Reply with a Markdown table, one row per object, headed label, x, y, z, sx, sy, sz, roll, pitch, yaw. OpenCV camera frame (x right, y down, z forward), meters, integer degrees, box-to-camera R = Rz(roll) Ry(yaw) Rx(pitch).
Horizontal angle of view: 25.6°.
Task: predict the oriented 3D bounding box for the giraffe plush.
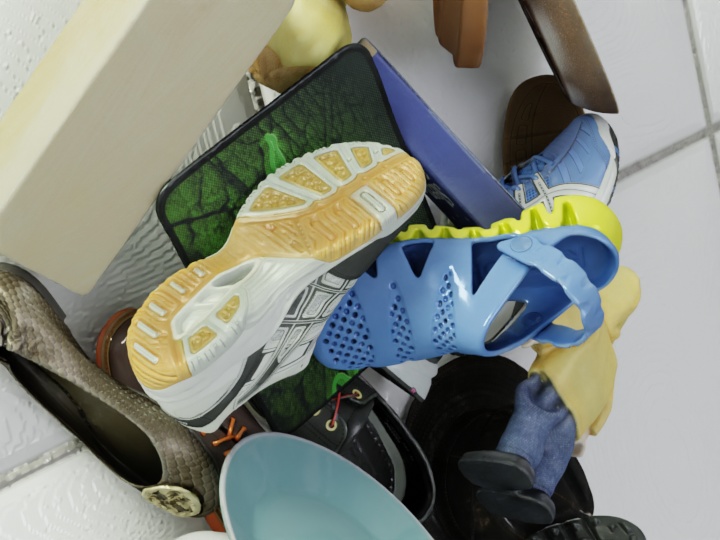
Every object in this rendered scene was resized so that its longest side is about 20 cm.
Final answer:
| label | x | y | z | sx | sy | sz | roll | pitch | yaw |
| --- | --- | --- | --- | --- | --- | --- | --- | --- | --- |
| giraffe plush | -0.054 | -0.226 | 0.951 | 0.161 | 0.173 | 0.201 | 29 | 95 | -15 |

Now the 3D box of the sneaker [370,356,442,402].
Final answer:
| label | x | y | z | sx | sy | sz | roll | pitch | yaw |
| --- | --- | --- | --- | --- | --- | --- | --- | --- | --- |
| sneaker | 0.000 | 0.000 | 1.029 | 0.087 | 0.080 | 0.200 | -54 | 138 | -7 |

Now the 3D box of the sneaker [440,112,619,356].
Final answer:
| label | x | y | z | sx | sy | sz | roll | pitch | yaw |
| --- | --- | --- | --- | --- | --- | --- | --- | --- | --- |
| sneaker | 0.108 | -0.036 | 1.119 | 0.077 | 0.076 | 0.201 | 42 | 81 | -25 |

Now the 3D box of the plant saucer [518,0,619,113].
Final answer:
| label | x | y | z | sx | sy | sz | roll | pitch | yaw |
| --- | --- | --- | --- | --- | --- | --- | --- | --- | --- |
| plant saucer | 0.128 | -0.196 | 1.119 | 0.202 | 0.032 | 0.200 | 63 | 7 | -14 |

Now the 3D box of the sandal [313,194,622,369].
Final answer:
| label | x | y | z | sx | sy | sz | roll | pitch | yaw |
| --- | --- | --- | --- | --- | --- | --- | --- | --- | --- |
| sandal | 0.063 | 0.017 | 0.926 | 0.087 | 0.198 | 0.080 | -100 | 171 | -53 |

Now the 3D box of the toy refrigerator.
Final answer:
| label | x | y | z | sx | sy | sz | roll | pitch | yaw |
| --- | --- | --- | --- | --- | --- | --- | --- | --- | --- |
| toy refrigerator | -0.131 | -0.095 | 0.863 | 0.076 | 0.070 | 0.201 | 30 | 101 | -39 |

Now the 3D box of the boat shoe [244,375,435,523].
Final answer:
| label | x | y | z | sx | sy | sz | roll | pitch | yaw |
| --- | --- | --- | --- | --- | --- | --- | --- | --- | --- |
| boat shoe | -0.018 | 0.090 | 1.031 | 0.074 | 0.063 | 0.202 | -51 | 121 | -29 |

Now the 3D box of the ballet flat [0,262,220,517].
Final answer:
| label | x | y | z | sx | sy | sz | roll | pitch | yaw |
| --- | --- | --- | --- | --- | --- | --- | --- | --- | --- |
| ballet flat | -0.152 | 0.079 | 0.893 | 0.200 | 0.067 | 0.047 | 51 | 38 | -24 |

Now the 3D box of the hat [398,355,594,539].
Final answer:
| label | x | y | z | sx | sy | sz | roll | pitch | yaw |
| --- | --- | --- | --- | --- | --- | --- | --- | --- | --- |
| hat | 0.117 | 0.155 | 1.144 | 0.199 | 0.080 | 0.203 | 2 | 87 | -45 |

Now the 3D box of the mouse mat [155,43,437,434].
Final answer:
| label | x | y | z | sx | sy | sz | roll | pitch | yaw |
| --- | --- | --- | --- | --- | --- | --- | --- | --- | --- |
| mouse mat | -0.025 | -0.014 | 0.939 | 0.161 | 0.008 | 0.201 | -40 | 131 | -19 |

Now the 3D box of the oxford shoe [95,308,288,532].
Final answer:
| label | x | y | z | sx | sy | sz | roll | pitch | yaw |
| --- | --- | --- | --- | --- | --- | --- | --- | --- | --- |
| oxford shoe | -0.083 | 0.099 | 0.958 | 0.201 | 0.072 | 0.071 | 53 | 56 | -29 |

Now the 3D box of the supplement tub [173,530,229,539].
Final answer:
| label | x | y | z | sx | sy | sz | roll | pitch | yaw |
| --- | --- | --- | --- | --- | --- | --- | --- | --- | --- |
| supplement tub | -0.038 | 0.246 | 0.949 | 0.199 | 0.144 | 0.147 | 25 | 72 | -41 |

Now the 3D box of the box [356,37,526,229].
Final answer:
| label | x | y | z | sx | sy | sz | roll | pitch | yaw |
| --- | --- | --- | --- | --- | --- | --- | --- | --- | --- |
| box | 0.056 | -0.063 | 1.021 | 0.032 | 0.121 | 0.200 | -45 | 96 | -1 |

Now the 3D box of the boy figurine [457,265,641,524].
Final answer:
| label | x | y | z | sx | sy | sz | roll | pitch | yaw |
| --- | --- | --- | --- | --- | --- | --- | --- | --- | --- |
| boy figurine | 0.135 | 0.068 | 1.084 | 0.125 | 0.064 | 0.201 | 55 | 50 | -40 |

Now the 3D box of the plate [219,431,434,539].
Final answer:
| label | x | y | z | sx | sy | sz | roll | pitch | yaw |
| --- | --- | --- | --- | --- | --- | --- | --- | --- | --- |
| plate | -0.007 | 0.176 | 0.899 | 0.200 | 0.026 | 0.201 | 38 | 21 | -17 |

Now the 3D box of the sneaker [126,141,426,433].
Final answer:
| label | x | y | z | sx | sy | sz | roll | pitch | yaw |
| --- | --- | --- | --- | --- | --- | --- | --- | --- | --- |
| sneaker | -0.042 | 0.009 | 0.893 | 0.199 | 0.076 | 0.088 | -38 | 143 | -14 |

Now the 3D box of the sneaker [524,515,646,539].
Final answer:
| label | x | y | z | sx | sy | sz | roll | pitch | yaw |
| --- | --- | --- | --- | --- | --- | --- | --- | --- | --- |
| sneaker | 0.122 | 0.242 | 1.108 | 0.199 | 0.067 | 0.090 | -38 | 141 | 11 |

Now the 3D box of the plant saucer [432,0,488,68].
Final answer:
| label | x | y | z | sx | sy | sz | roll | pitch | yaw |
| --- | --- | --- | --- | --- | --- | --- | --- | --- | --- |
| plant saucer | 0.065 | -0.237 | 1.060 | 0.032 | 0.200 | 0.203 | -1 | 89 | 0 |

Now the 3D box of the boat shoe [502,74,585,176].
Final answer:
| label | x | y | z | sx | sy | sz | roll | pitch | yaw |
| --- | --- | --- | --- | --- | --- | --- | --- | --- | --- |
| boat shoe | 0.152 | -0.046 | 1.202 | 0.064 | 0.070 | 0.202 | 4 | 76 | -78 |
